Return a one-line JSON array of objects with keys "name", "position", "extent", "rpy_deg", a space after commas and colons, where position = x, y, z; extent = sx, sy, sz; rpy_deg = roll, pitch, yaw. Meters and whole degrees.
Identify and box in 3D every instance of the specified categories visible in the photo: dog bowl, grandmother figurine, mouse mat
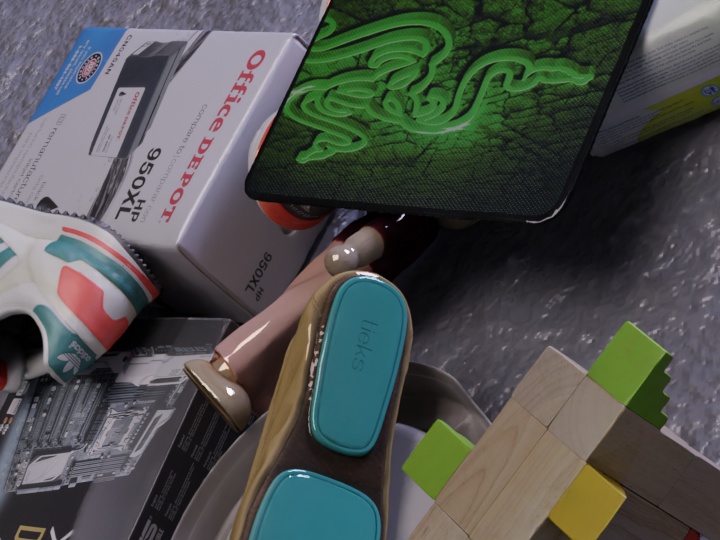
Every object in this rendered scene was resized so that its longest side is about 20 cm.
[{"name": "dog bowl", "position": [-0.002, 0.141, 0.957], "extent": [0.200, 0.059, 0.201], "rpy_deg": [-26, 43, 27]}, {"name": "grandmother figurine", "position": [0.000, 0.000, 1.063], "extent": [0.200, 0.061, 0.121], "rpy_deg": [-41, 7, -8]}, {"name": "mouse mat", "position": [0.043, -0.096, 1.038], "extent": [0.199, 0.008, 0.161], "rpy_deg": [5, 63, 40]}]

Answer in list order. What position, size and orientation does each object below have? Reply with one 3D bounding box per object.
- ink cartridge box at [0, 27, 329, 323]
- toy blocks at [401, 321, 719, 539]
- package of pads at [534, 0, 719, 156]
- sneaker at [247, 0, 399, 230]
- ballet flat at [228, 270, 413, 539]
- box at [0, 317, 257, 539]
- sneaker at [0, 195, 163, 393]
[{"name": "ink cartridge box", "position": [-0.108, -0.059, 1.211], "extent": [0.199, 0.084, 0.145], "rpy_deg": [8, 64, 46]}, {"name": "toy blocks", "position": [0.083, 0.127, 0.835], "extent": [0.200, 0.137, 0.100], "rpy_deg": [-53, 42, 4]}, {"name": "package of pads", "position": [0.159, -0.166, 1.060], "extent": [0.154, 0.068, 0.201], "rpy_deg": [-23, 43, 27]}, {"name": "sneaker", "position": [0.016, -0.105, 1.126], "extent": [0.082, 0.077, 0.201], "rpy_deg": [-10, 47, 48]}, {"name": "ballet flat", "position": [-0.020, 0.095, 0.931], "extent": [0.063, 0.068, 0.201], "rpy_deg": [-43, 24, 55]}, {"name": "box", "position": [-0.146, 0.121, 1.118], "extent": [0.157, 0.050, 0.201], "rpy_deg": [-1, 57, 44]}, {"name": "sneaker", "position": [-0.200, 0.016, 1.164], "extent": [0.199, 0.070, 0.094], "rpy_deg": [9, 56, 45]}]
